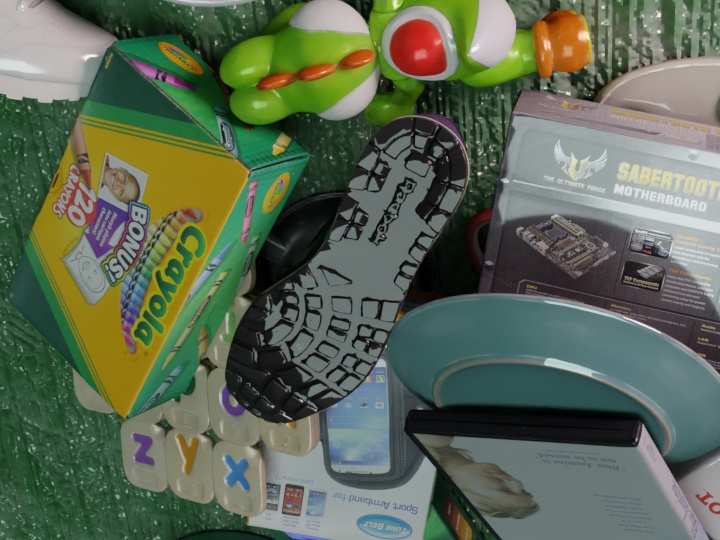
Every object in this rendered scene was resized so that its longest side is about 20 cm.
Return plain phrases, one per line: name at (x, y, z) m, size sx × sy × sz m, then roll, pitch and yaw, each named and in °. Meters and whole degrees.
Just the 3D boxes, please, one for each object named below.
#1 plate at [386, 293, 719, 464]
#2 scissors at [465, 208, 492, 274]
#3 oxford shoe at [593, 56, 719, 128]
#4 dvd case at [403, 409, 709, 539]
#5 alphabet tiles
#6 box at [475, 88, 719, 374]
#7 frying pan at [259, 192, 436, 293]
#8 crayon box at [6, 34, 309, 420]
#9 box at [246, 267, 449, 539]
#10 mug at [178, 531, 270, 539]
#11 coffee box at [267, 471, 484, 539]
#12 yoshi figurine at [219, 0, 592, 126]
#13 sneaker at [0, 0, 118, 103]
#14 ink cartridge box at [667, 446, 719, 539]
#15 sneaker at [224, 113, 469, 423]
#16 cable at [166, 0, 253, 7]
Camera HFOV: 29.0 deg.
plate at (0.109, 0.074, 0.785) m, size 0.200 × 0.026 × 0.200 m, roll 13°, pitch 151°, yaw 7°
scissors at (0.090, 0.044, 0.907) m, size 0.073 × 0.014 × 0.200 m, roll 11°, pitch 121°, yaw 0°
oxford shoe at (0.230, -0.073, 0.788) m, size 0.200 × 0.058 × 0.075 m, roll 11°, pitch 124°, yaw 4°
dvd case at (0.127, 0.140, 0.845) m, size 0.142 × 0.018 × 0.200 m, roll -1°, pitch 147°, yaw 29°
alphabet tiles at (-0.110, 0.056, 0.889) m, size 0.200 × 0.015 × 0.196 m, roll 8°, pitch 108°, yaw 34°
box at (0.168, -0.003, 0.777) m, size 0.200 × 0.048 × 0.159 m, roll 12°, pitch 114°, yaw 9°
frying pan at (-0.034, -0.021, 0.882) m, size 0.115 × 0.031 × 0.190 m, roll -37°, pitch 112°, yaw 25°
crayon box at (-0.126, -0.024, 0.830) m, size 0.119 × 0.058 × 0.200 m, roll 42°, pitch 123°, yaw 18°
box at (-0.006, 0.103, 0.900) m, size 0.119 × 0.041 × 0.200 m, roll 9°, pitch 113°, yaw 2°
mug at (-0.117, 0.291, 1.035) m, size 0.185 × 0.114 × 0.152 m, roll -17°, pitch 118°, yaw 18°
coffee box at (0.020, 0.200, 0.997) m, size 0.123 × 0.044 × 0.200 m, roll -22°, pitch 115°, yaw 20°
yoshi figurine at (0.020, -0.134, 0.779) m, size 0.200 × 0.113 × 0.112 m, roll -14°, pitch 160°, yaw 2°
sneaker at (-0.229, -0.158, 0.803) m, size 0.200 × 0.076 × 0.081 m, roll 17°, pitch 113°, yaw -4°
ink cartridge box at (0.305, 0.108, 0.871) m, size 0.146 × 0.084 × 0.200 m, roll 41°, pitch 119°, yaw -15°
sneaker at (0.000, 0.000, 0.797) m, size 0.076 × 0.088 × 0.200 m, roll 36°, pitch 104°, yaw 0°
cable at (-0.083, -0.242, 0.727) m, size 0.200 × 0.069 × 0.200 m, roll 31°, pitch 122°, yaw -11°
